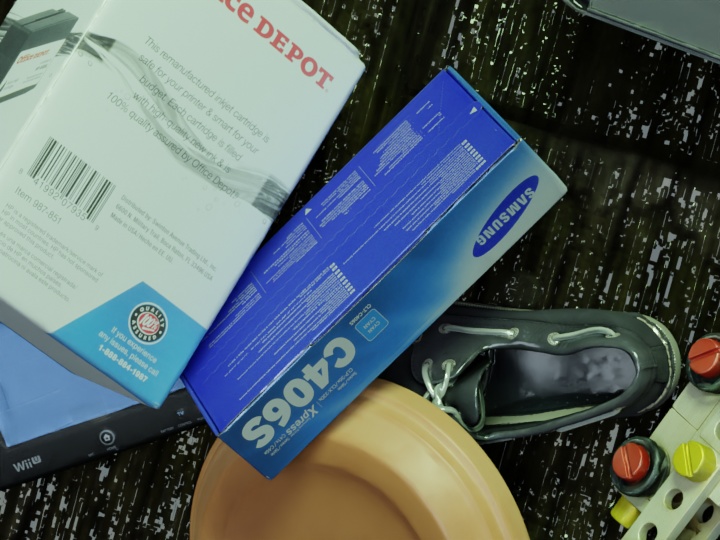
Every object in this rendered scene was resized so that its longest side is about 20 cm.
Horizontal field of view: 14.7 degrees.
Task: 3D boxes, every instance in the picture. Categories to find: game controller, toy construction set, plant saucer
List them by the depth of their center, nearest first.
[{"bbox_3d":[0.188,0.107,1.310,0.200,0.092,0.131,-45,47,-2],"label":"toy construction set"},{"bbox_3d":[-0.007,0.151,1.369,0.200,0.037,0.201,9,107,32],"label":"plant saucer"},{"bbox_3d":[-0.142,0.044,1.433,0.199,0.042,0.105,-19,87,16],"label":"game controller"}]

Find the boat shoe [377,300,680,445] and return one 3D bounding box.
[{"bbox_3d":[0.054,0.050,1.366,0.199,0.063,0.073,-5,91,16],"label":"boat shoe"}]

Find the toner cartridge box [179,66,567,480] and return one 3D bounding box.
[{"bbox_3d":[0.000,0.000,1.346,0.200,0.095,0.043,-44,124,4],"label":"toner cartridge box"}]

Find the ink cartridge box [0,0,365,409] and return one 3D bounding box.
[{"bbox_3d":[-0.112,-0.060,1.330,0.084,0.145,0.200,17,73,53],"label":"ink cartridge box"}]

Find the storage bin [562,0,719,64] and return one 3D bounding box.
[{"bbox_3d":[0.203,-0.156,1.299,0.199,0.094,0.136,22,98,13],"label":"storage bin"}]
